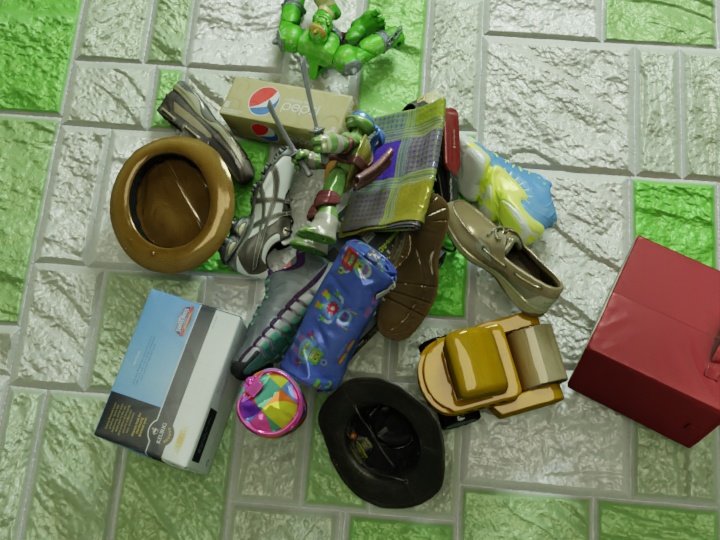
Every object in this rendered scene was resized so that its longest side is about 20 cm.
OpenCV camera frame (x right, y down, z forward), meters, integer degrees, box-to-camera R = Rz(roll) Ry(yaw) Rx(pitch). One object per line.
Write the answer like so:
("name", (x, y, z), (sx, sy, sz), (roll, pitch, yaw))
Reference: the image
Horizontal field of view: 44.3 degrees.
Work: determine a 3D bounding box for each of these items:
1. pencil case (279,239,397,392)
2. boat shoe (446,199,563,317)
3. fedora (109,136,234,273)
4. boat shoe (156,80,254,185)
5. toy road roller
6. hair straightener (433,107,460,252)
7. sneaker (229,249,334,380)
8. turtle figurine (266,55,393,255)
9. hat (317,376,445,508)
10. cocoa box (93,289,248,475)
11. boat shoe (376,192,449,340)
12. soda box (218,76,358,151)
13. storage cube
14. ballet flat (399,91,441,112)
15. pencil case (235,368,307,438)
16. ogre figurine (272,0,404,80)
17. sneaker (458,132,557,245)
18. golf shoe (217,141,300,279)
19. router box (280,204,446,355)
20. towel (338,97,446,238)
("pencil case", (-0.024, 0.060, 1.122), (0.086, 0.078, 0.202), (34, 101, 27))
("boat shoe", (0.190, -0.030, 1.187), (0.072, 0.065, 0.200), (-27, 68, -39))
("fedora", (-0.258, -0.088, 1.258), (0.197, 0.082, 0.204), (-2, 77, 10))
("boat shoe", (-0.229, -0.190, 1.306), (0.073, 0.075, 0.200), (-41, 67, 1))
("toy road roller", (0.172, 0.124, 1.150), (0.197, 0.146, 0.125), (-15, 73, -2))
("hair straightener", (0.113, -0.127, 1.273), (0.041, 0.076, 0.203), (-9, 93, -44))
("sneaker", (-0.112, 0.053, 1.167), (0.087, 0.075, 0.200), (37, 71, 22))
("turtle figurine", (-0.066, -0.133, 1.142), (0.143, 0.199, 0.197), (-3, 68, 46))
("hat", (0.044, 0.209, 1.145), (0.201, 0.201, 0.081), (44, 40, 14))
("cocoa box", (-0.238, 0.149, 1.164), (0.129, 0.134, 0.203), (17, 74, 7))
("boat shoe", (0.069, -0.002, 1.178), (0.072, 0.063, 0.202), (22, 79, -9))
("soda box", (-0.099, -0.222, 1.279), (0.198, 0.064, 0.068), (14, 70, 24))
("storage cube", (0.386, 0.095, 1.127), (0.178, 0.200, 0.172), (26, 72, 14))
("ballet flat", (0.037, -0.203, 1.292), (0.199, 0.066, 0.057), (-37, 111, -6))
("pencil case", (-0.112, 0.171, 1.125), (0.087, 0.200, 0.090), (1, 79, -5))
("ogre figurine", (-0.043, -0.355, 1.334), (0.199, 0.098, 0.121), (33, 58, -4))
("sneaker", (0.208, -0.122, 1.273), (0.104, 0.076, 0.201), (-17, 64, -30))
("golf shoe", (-0.121, -0.082, 1.264), (0.094, 0.078, 0.202), (29, 89, 1))
("router box", (0.000, 0.000, 1.237), (0.150, 0.062, 0.200), (43, 79, 12))
("towel", (0.044, -0.136, 1.197), (0.142, 0.023, 0.203), (-4, 62, 40))
